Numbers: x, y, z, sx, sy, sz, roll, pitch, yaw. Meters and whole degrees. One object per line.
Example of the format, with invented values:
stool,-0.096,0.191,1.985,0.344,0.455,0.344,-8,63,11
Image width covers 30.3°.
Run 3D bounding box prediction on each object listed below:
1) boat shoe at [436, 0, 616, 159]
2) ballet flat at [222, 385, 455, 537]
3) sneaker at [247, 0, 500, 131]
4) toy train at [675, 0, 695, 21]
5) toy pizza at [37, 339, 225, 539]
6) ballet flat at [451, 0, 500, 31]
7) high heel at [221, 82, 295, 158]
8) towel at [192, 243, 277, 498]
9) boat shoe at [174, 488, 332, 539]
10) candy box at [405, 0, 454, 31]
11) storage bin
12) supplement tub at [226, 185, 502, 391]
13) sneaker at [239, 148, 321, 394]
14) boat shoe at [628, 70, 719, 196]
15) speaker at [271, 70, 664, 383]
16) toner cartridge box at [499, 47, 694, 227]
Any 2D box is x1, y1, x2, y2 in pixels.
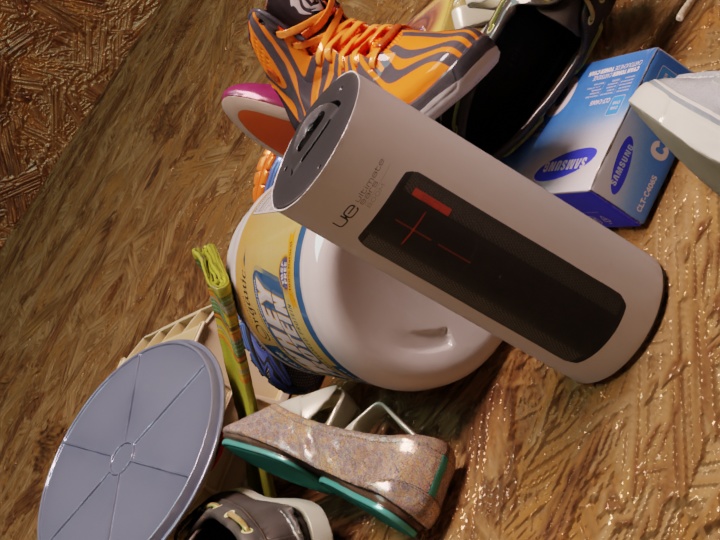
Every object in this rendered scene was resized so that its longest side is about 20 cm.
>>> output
boat shoe,0.115,-0.151,0.798,0.201,0.072,0.061,-58,23,19
ballet flat,-0.011,0.111,0.836,0.200,0.068,0.067,13,68,49
sneaker,-0.008,-0.130,0.787,0.078,0.112,0.200,-43,16,-29
toy train,0.201,-0.224,0.805,0.200,0.085,0.116,-64,10,-11
toy pizza,-0.163,0.143,0.969,0.200,0.032,0.200,-31,40,30
ballet flat,0.099,-0.185,0.910,0.200,0.072,0.072,124,171,-75
high heel,0.004,-0.115,0.946,0.067,0.200,0.096,131,155,-59
towel,-0.086,0.086,0.940,0.086,0.018,0.200,-123,21,-66
boat shoe,-0.090,0.186,0.898,0.201,0.060,0.072,-22,76,59
candy box,0.041,-0.120,1.062,0.117,0.056,0.200,-31,36,52
storage bin,-0.158,0.144,1.116,0.200,0.094,0.199,-24,40,58
supplement tub,0.000,0.000,0.866,0.145,0.145,0.200,-64,20,-11
sneaker,-0.044,-0.001,1.004,0.078,0.075,0.200,16,108,50
boat shoe,0.198,-0.065,0.621,0.072,0.070,0.201,-47,25,2
speaker,0.055,-0.020,0.683,0.081,0.200,0.081,-48,23,29
toner cartridge box,0.123,-0.076,0.828,0.095,0.043,0.200,-64,21,-10
